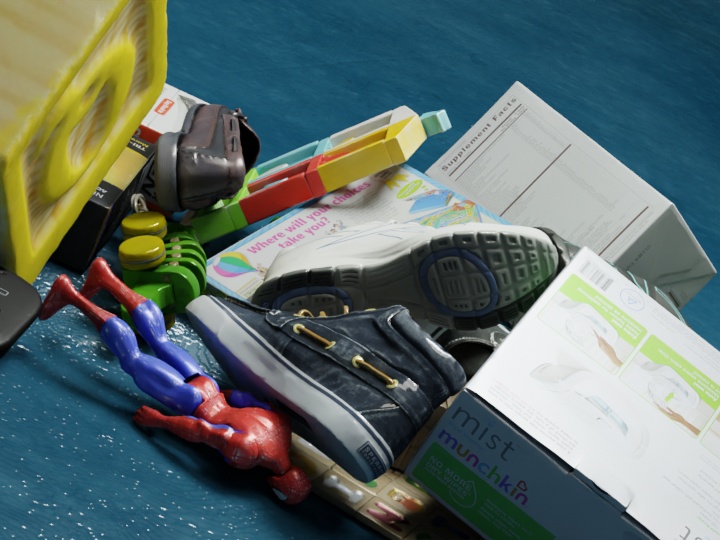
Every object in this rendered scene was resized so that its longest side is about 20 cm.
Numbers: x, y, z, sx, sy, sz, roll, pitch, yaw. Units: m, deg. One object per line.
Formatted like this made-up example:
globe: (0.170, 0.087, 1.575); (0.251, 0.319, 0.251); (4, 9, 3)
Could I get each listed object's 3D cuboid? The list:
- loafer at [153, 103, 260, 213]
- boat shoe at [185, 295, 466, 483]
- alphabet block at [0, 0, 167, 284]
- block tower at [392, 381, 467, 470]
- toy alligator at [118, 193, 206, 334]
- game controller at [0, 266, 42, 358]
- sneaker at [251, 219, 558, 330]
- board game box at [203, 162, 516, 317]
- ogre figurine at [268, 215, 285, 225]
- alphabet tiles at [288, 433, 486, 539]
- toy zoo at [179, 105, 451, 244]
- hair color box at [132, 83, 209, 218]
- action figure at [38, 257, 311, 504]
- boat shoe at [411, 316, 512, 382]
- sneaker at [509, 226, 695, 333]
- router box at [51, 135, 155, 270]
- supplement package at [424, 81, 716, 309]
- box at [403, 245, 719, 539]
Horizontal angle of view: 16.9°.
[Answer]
loafer: (-0.095, -0.075, 1.676); (0.062, 0.072, 0.200); (-1, 11, 7)
boat shoe: (-0.022, 0.052, 1.491); (0.200, 0.091, 0.071); (35, -21, 43)
alphabet block: (-0.251, -0.135, 1.508); (0.199, 0.197, 0.196); (28, -22, 8)
block tower: (0.088, 0.116, 1.563); (0.199, 0.058, 0.054); (23, 20, -13)
toy alligator: (-0.128, -0.011, 1.607); (0.054, 0.060, 0.200); (-6, 24, 0)
game controller: (-0.289, -0.006, 1.445); (0.199, 0.042, 0.104); (27, 33, 3)
sneaker: (0.028, -0.006, 1.566); (0.198, 0.075, 0.087); (-6, 29, 3)
board game box: (0.000, 0.000, 1.655); (0.134, 0.034, 0.199); (32, 46, 33)
ogre figurine: (0.039, -0.012, 1.783); (0.199, 0.099, 0.120); (24, 5, -40)
alphabet tiles: (0.025, 0.130, 1.540); (0.199, 0.006, 0.166); (30, 21, 13)
toy zoo: (-0.030, -0.074, 1.740); (0.131, 0.199, 0.021); (-73, 140, -76)
hair color box: (-0.210, -0.120, 1.806); (0.199, 0.064, 0.111); (24, 20, 1)
action figure: (-0.106, 0.073, 1.468); (0.200, 0.052, 0.065); (38, 28, 18)
boat shoe: (0.088, 0.067, 1.644); (0.071, 0.072, 0.200); (38, 12, 27)
sneaker: (0.163, 0.030, 1.662); (0.079, 0.076, 0.200); (15, 14, -28)
router box: (-0.254, -0.085, 1.681); (0.199, 0.052, 0.157); (25, 20, -1)
supplement package: (0.165, -0.038, 1.917); (0.200, 0.114, 0.110); (44, -3, 41)
box: (0.160, 0.113, 1.486); (0.200, 0.097, 0.177); (38, 43, 5)
